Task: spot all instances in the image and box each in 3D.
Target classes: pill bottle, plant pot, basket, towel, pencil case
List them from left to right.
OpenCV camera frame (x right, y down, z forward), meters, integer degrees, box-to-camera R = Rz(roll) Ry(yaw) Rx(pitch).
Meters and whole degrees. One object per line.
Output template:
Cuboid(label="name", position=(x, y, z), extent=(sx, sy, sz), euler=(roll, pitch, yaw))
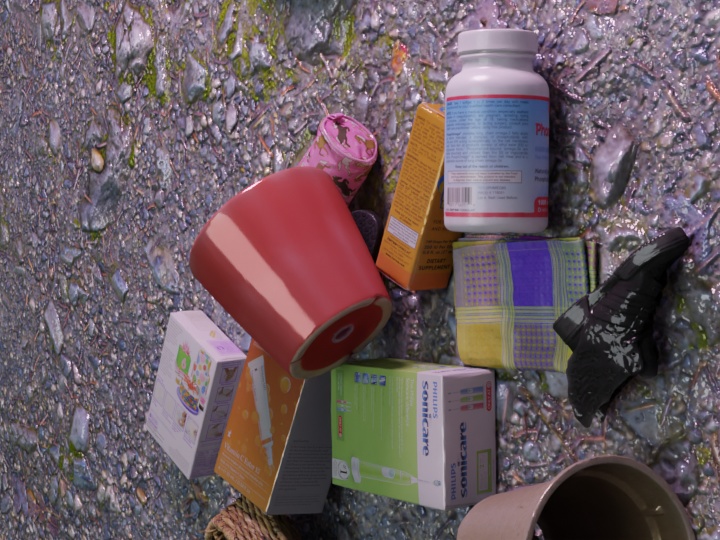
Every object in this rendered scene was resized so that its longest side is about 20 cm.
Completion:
Cuboid(label="basket", position=(-0.131, 0.398, 1.561), extent=(0.148, 0.143, 0.200), euler=(-37, 53, -3))
Cuboid(label="plant pot", position=(-0.067, 0.011, 1.399), extent=(0.178, 0.199, 0.201), euler=(53, 131, 23))
Cuboid(label="pencil case", position=(-0.053, -0.103, 1.526), extent=(0.200, 0.086, 0.083), euler=(-52, 21, 39))
Cuboid(label="pill bottle", position=(0.140, -0.141, 1.257), extent=(0.108, 0.108, 0.203), euler=(5, 96, 51))
Cuboid(label="towel", position=(0.169, 0.035, 1.300), extent=(0.199, 0.023, 0.146), euler=(3, 94, 52))
Cuboid(label="plant pot", position=(0.188, 0.281, 1.178), extent=(0.183, 0.198, 0.203), euler=(-18, 78, 62))

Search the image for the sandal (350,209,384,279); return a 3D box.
Cuboid(label="sandal", position=(0.000, 0.000, 1.503), extent=(0.201, 0.045, 0.076), euler=(107, 145, -44))

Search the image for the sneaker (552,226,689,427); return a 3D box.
Cuboid(label="sneaker", position=(0.258, 0.056, 1.163), extent=(0.200, 0.060, 0.105), euler=(-45, 72, 34))

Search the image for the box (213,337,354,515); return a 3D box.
Cuboid(label="box", position=(-0.091, 0.190, 1.554), extent=(0.124, 0.097, 0.202), euler=(26, 103, 46))

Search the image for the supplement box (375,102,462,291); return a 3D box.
Cuboid(label="supplement box", position=(0.081, -0.081, 1.369), extent=(0.069, 0.066, 0.202), euler=(34, 119, 45))

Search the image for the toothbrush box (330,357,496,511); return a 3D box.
Cuboid(label="toothbrush box", position=(0.057, 0.181, 1.399), extent=(0.199, 0.085, 0.148), euler=(0, 92, 52))

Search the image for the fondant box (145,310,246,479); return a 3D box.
Cuboid(label="fondant box", position=(-0.243, 0.181, 1.801), extent=(0.144, 0.058, 0.202), euler=(38, 122, 43))
